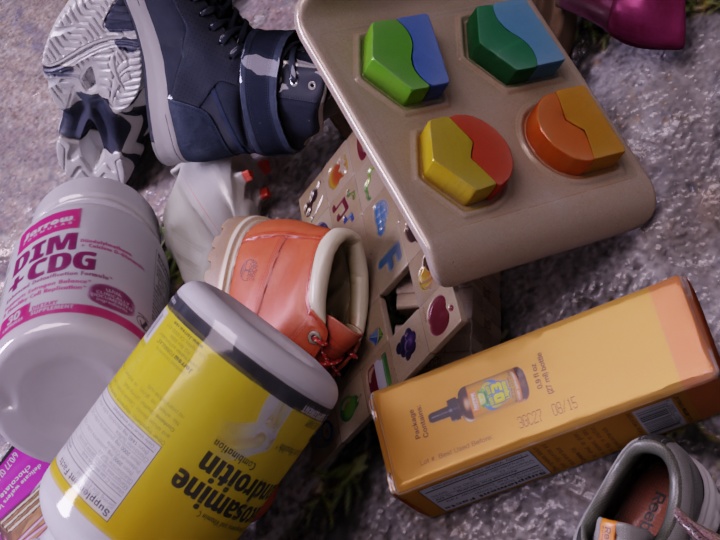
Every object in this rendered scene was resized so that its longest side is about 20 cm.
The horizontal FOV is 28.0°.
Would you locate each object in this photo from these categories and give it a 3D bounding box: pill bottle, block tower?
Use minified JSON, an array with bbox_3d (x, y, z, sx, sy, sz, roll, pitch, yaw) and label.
[{"bbox_3d":[-0.110,0.115,0.816,0.112,0.112,0.201,37,91,39],"label":"pill bottle"},{"bbox_3d":[0.057,-0.027,0.920,0.057,0.054,0.202,-6,68,24],"label":"block tower"},{"bbox_3d":[-0.185,0.026,0.970,0.113,0.114,0.201,-26,31,11],"label":"pill bottle"}]

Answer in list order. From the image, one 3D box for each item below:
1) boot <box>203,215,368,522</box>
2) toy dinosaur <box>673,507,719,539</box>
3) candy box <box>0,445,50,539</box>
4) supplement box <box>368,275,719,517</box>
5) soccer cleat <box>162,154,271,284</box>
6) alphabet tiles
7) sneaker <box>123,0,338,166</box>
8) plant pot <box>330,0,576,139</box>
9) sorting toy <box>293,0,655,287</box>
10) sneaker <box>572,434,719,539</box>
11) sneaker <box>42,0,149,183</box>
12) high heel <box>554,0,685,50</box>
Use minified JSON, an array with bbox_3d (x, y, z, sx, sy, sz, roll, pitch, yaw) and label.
[{"bbox_3d":[-0.050,0.064,0.896,0.106,0.075,0.202,2,81,36],"label":"boot"},{"bbox_3d":[0.200,0.204,0.653,0.085,0.201,0.135,-25,6,43],"label":"toy dinosaur"},{"bbox_3d":[-0.177,0.198,0.916,0.199,0.061,0.137,25,73,37],"label":"candy box"},{"bbox_3d":[0.109,0.076,0.833,0.198,0.069,0.067,-21,61,13],"label":"supplement box"},{"bbox_3d":[-0.104,-0.010,1.013,0.077,0.069,0.201,-21,45,21],"label":"soccer cleat"},{"bbox_3d":[0.000,0.000,0.926,0.167,0.007,0.201,-49,39,39],"label":"alphabet tiles"},{"bbox_3d":[-0.081,-0.171,0.973,0.145,0.204,0.077,0,27,19],"label":"sneaker"},{"bbox_3d":[0.046,-0.186,1.025,0.199,0.093,0.202,-14,53,20],"label":"plant pot"},{"bbox_3d":[0.076,-0.101,0.881,0.184,0.036,0.201,-16,70,-34],"label":"sorting toy"},{"bbox_3d":[0.128,0.177,0.754,0.073,0.079,0.202,10,67,31],"label":"sneaker"},{"bbox_3d":[-0.176,-0.168,1.087,0.079,0.200,0.130,14,52,6],"label":"sneaker"},{"bbox_3d":[0.221,-0.237,0.994,0.096,0.067,0.201,27,77,20],"label":"high heel"}]
